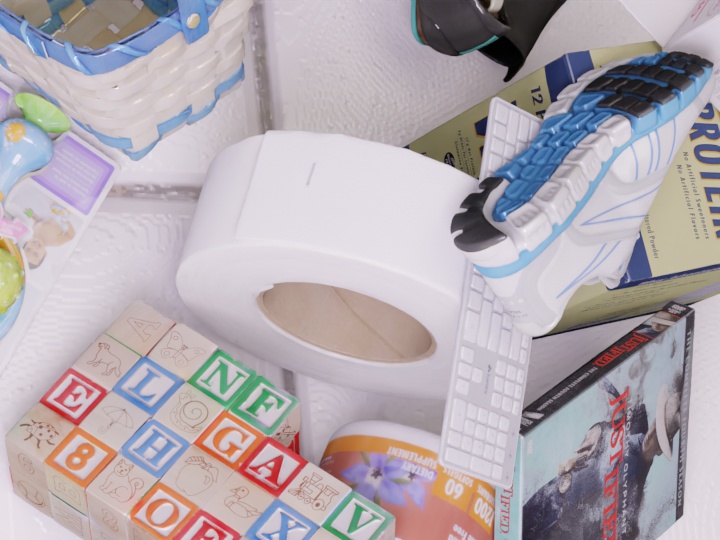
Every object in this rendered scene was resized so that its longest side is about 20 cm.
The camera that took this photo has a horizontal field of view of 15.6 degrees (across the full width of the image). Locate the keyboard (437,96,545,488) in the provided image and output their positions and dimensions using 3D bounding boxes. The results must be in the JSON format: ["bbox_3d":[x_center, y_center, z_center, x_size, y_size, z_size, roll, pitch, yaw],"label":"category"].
[{"bbox_3d":[0.074,0.011,1.385,0.056,0.011,0.201,25,68,-47],"label":"keyboard"}]

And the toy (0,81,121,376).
[{"bbox_3d":[-0.217,-0.014,1.432,0.115,0.047,0.201,35,62,-15],"label":"toy"}]

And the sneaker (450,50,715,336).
[{"bbox_3d":[0.127,-0.041,1.398,0.200,0.075,0.087,-43,123,-29],"label":"sneaker"}]

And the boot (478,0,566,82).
[{"bbox_3d":[0.066,-0.230,1.636,0.200,0.077,0.139,40,66,-13],"label":"boot"}]

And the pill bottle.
[{"bbox_3d":[0.004,0.195,1.461,0.112,0.112,0.201,29,64,-19],"label":"pill bottle"}]

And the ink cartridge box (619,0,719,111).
[{"bbox_3d":[0.252,-0.130,1.478,0.200,0.068,0.115,44,59,-10],"label":"ink cartridge box"}]

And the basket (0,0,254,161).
[{"bbox_3d":[-0.144,-0.175,1.395,0.139,0.201,0.176,-40,57,-19],"label":"basket"}]

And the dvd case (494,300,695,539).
[{"bbox_3d":[0.138,0.119,1.534,0.200,0.022,0.147,-31,129,-50],"label":"dvd case"}]

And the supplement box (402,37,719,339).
[{"bbox_3d":[0.164,-0.049,1.564,0.199,0.200,0.135,-11,82,-31],"label":"supplement box"}]

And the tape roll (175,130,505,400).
[{"bbox_3d":[0.000,0.000,1.460,0.202,0.202,0.071,25,67,-21],"label":"tape roll"}]

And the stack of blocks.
[{"bbox_3d":[-0.078,0.116,1.409,0.199,0.059,0.115,31,59,21],"label":"stack of blocks"}]

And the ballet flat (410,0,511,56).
[{"bbox_3d":[0.065,-0.231,1.578,0.068,0.068,0.202,-14,101,-59],"label":"ballet flat"}]
